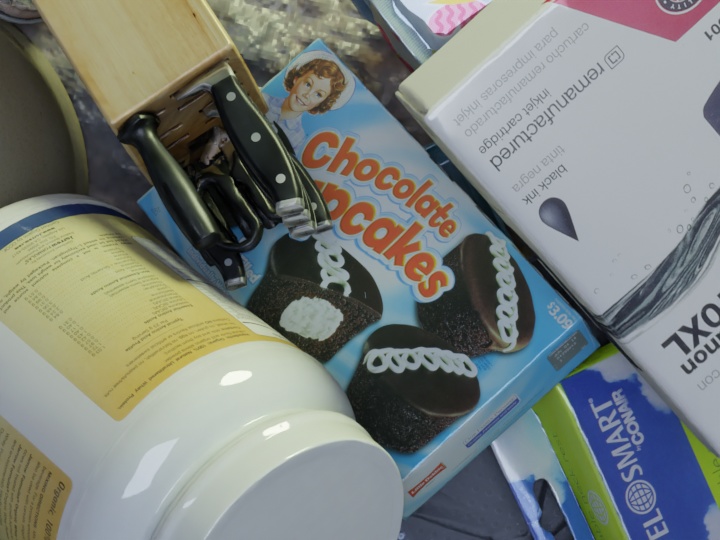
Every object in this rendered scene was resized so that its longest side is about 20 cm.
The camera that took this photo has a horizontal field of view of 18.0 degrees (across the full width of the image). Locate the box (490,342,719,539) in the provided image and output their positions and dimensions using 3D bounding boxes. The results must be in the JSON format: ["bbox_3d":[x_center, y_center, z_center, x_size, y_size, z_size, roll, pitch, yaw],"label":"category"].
[{"bbox_3d":[0.167,0.074,1.024,0.199,0.048,0.122,-25,90,-18],"label":"box"}]

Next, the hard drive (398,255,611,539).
[{"bbox_3d":[0.041,0.086,1.057,0.199,0.042,0.135,-29,91,0],"label":"hard drive"}]

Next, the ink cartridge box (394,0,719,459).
[{"bbox_3d":[0.135,-0.043,0.928,0.145,0.084,0.200,-42,104,3],"label":"ink cartridge box"}]

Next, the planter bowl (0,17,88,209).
[{"bbox_3d":[-0.231,-0.038,1.015,0.199,0.135,0.201,0,91,2],"label":"planter bowl"}]

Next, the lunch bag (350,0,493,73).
[{"bbox_3d":[0.092,-0.137,1.013,0.169,0.127,0.200,-41,102,2],"label":"lunch bag"}]

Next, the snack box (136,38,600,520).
[{"bbox_3d":[0.000,0.000,1.013,0.116,0.037,0.200,-42,60,0],"label":"snack box"}]

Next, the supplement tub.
[{"bbox_3d":[-0.092,0.072,0.945,0.200,0.144,0.145,36,92,36],"label":"supplement tub"}]

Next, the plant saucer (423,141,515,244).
[{"bbox_3d":[-0.029,0.010,1.061,0.199,0.019,0.070,-26,69,1],"label":"plant saucer"}]

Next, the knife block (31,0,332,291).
[{"bbox_3d":[-0.089,-0.093,0.968,0.064,0.176,0.200,-33,113,-3],"label":"knife block"}]

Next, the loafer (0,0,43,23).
[{"bbox_3d":[-0.162,-0.216,1.037,0.072,0.063,0.201,-7,90,-23],"label":"loafer"}]
